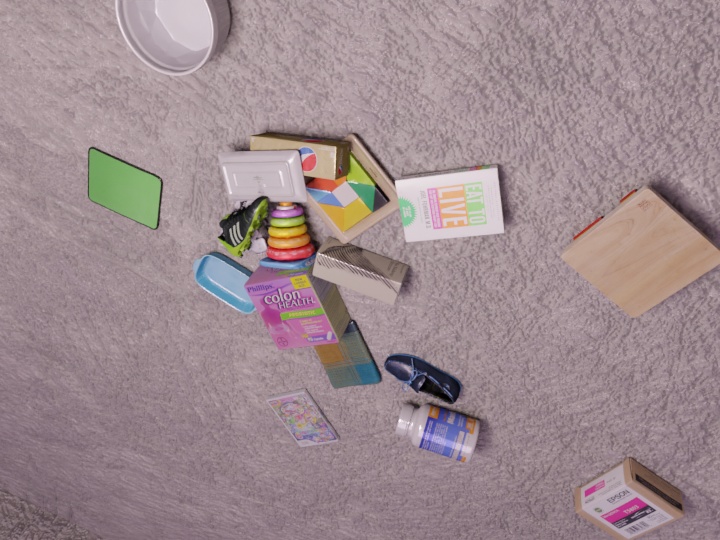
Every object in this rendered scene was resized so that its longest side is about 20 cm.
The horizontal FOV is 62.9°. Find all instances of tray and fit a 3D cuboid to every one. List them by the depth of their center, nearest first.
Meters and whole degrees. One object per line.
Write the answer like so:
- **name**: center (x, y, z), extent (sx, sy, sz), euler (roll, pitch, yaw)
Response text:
- **tray**: center (-0.205, -0.188, 1.199), extent (0.199, 0.022, 0.108), euler (4, 119, 26)

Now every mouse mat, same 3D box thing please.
- **mouse mat**: center (-0.577, -0.197, 1.439), extent (0.199, 0.008, 0.161), euler (24, 128, 2)

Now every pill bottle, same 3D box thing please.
- **pill bottle**: center (0.195, 0.407, 1.506), extent (0.199, 0.112, 0.112), euler (16, 127, 9)

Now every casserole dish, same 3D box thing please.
- **casserole dish**: center (-0.325, 0.027, 1.481), extent (0.200, 0.039, 0.121), euler (33, 128, -3)

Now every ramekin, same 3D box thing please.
- **ramekin**: center (-0.340, -0.477, 1.099), extent (0.199, 0.105, 0.201), euler (9, 125, 13)

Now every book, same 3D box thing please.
- **book**: center (0.179, -0.133, 1.175), extent (0.199, 0.048, 0.134), euler (-6, 115, 17)

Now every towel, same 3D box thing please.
- **towel**: center (-0.042, 0.218, 1.521), extent (0.146, 0.022, 0.200), euler (-11, 117, 25)

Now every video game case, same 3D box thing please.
- **video game case**: center (-0.167, 0.432, 1.714), extent (0.143, 0.018, 0.200), euler (-18, 115, 29)

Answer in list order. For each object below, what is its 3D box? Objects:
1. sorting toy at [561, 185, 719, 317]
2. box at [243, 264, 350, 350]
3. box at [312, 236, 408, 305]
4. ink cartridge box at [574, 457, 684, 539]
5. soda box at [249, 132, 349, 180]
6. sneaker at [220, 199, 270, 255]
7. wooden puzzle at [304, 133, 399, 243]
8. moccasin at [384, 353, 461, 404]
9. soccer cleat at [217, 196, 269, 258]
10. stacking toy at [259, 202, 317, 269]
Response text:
- **sorting toy**: center (0.522, -0.041, 1.105), extent (0.199, 0.070, 0.200), euler (38, 127, -8)
- **box**: center (-0.148, 0.078, 1.414), extent (0.175, 0.097, 0.200), euler (-10, 118, 26)
- **box**: center (0.000, 0.000, 1.318), extent (0.199, 0.082, 0.069), euler (19, 126, 5)
- **ink cartridge box**: center (0.667, 0.580, 1.475), extent (0.164, 0.075, 0.200), euler (32, 128, -5)
- **soda box**: center (-0.124, -0.233, 1.190), extent (0.199, 0.064, 0.068), euler (12, 113, 21)
- **sneaker**: center (-0.232, -0.116, 1.329), extent (0.115, 0.075, 0.200), euler (37, 132, -8)
- **wooden puzzle**: center (-0.029, -0.163, 1.243), extent (0.200, 0.037, 0.185), euler (-30, 109, 34)
- **moccasin**: center (0.152, 0.266, 1.451), extent (0.199, 0.068, 0.081), euler (18, 127, 8)
- **soccer cleat**: center (-0.255, -0.100, 1.254), extent (0.081, 0.068, 0.200), euler (38, 139, -3)
- **stacking toy**: center (-0.161, -0.108, 1.298), extent (0.109, 0.116, 0.201), euler (4, 107, 23)
